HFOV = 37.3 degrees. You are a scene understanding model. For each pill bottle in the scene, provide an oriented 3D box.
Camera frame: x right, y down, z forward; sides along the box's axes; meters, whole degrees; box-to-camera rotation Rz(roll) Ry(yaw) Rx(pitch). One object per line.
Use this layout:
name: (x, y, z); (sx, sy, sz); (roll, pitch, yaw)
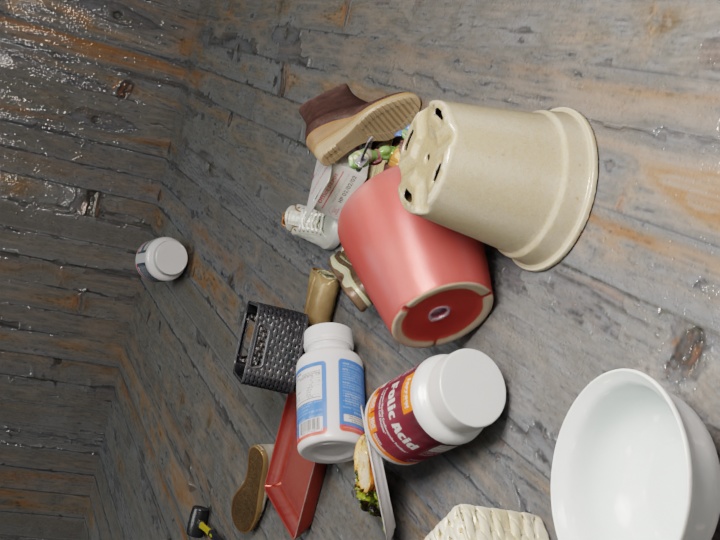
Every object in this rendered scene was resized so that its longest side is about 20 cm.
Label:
pill bottle: (-0.542, -0.030, 2.931); (0.199, 0.117, 0.122); (176, 104, -66)
pill bottle: (0.094, 0.174, 1.359); (0.200, 0.112, 0.116); (141, 135, -57)
pill bottle: (-0.047, 0.191, 1.687); (0.112, 0.110, 0.204); (134, 142, -51)

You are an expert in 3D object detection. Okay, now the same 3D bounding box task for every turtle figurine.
turtle figurine: (0.046, -0.113, 1.566); (0.201, 0.141, 0.197); (-117, 39, -60)

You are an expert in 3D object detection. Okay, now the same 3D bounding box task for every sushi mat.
sushi mat: (0.012, -0.129, 1.756); (0.096, 0.012, 0.203); (-40, 31, 57)

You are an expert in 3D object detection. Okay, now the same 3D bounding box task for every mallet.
mallet: (-0.319, 0.546, 2.269); (0.199, 0.041, 0.067); (-6, 72, 61)

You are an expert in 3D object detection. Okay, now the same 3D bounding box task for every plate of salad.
plate of salad: (0.013, 0.290, 1.488); (0.200, 0.047, 0.204); (167, 90, -89)

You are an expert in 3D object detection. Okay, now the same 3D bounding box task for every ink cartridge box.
ink cartridge box: (-0.034, -0.171, 1.814); (0.116, 0.067, 0.202); (124, 162, -44)

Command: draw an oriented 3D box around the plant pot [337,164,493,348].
plant pot: (0.081, -0.012, 1.400); (0.201, 0.197, 0.180); (-56, 41, 42)

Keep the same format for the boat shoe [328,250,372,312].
boat shoe: (0.004, 0.005, 1.727); (0.075, 0.075, 0.203); (-40, 23, 3)

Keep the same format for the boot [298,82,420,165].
boot: (-0.008, -0.267, 1.743); (0.198, 0.073, 0.168); (-28, 41, 8)

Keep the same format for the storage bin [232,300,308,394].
storage bin: (-0.158, 0.131, 1.858); (0.200, 0.092, 0.138); (-177, 100, -78)

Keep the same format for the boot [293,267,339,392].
boot: (-0.075, 0.109, 1.848); (0.175, 0.065, 0.204); (29, 106, 66)

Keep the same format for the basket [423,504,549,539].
basket: (0.143, 0.363, 1.137); (0.124, 0.133, 0.202); (-60, 30, 32)

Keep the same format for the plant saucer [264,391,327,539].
plant saucer: (-0.104, 0.331, 1.853); (0.199, 0.036, 0.204); (-143, 65, -65)

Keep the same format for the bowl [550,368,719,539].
bowl: (0.266, 0.198, 0.978); (0.201, 0.089, 0.205); (-40, 45, 55)

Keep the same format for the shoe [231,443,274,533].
shoe: (-0.194, 0.412, 2.021); (0.070, 0.053, 0.203); (34, 120, 30)

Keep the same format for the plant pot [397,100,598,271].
plant pot: (0.150, -0.114, 1.269); (0.200, 0.180, 0.205); (-169, 90, -67)

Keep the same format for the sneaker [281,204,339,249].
sneaker: (-0.091, -0.082, 1.947); (0.199, 0.083, 0.074); (4, 81, 65)
